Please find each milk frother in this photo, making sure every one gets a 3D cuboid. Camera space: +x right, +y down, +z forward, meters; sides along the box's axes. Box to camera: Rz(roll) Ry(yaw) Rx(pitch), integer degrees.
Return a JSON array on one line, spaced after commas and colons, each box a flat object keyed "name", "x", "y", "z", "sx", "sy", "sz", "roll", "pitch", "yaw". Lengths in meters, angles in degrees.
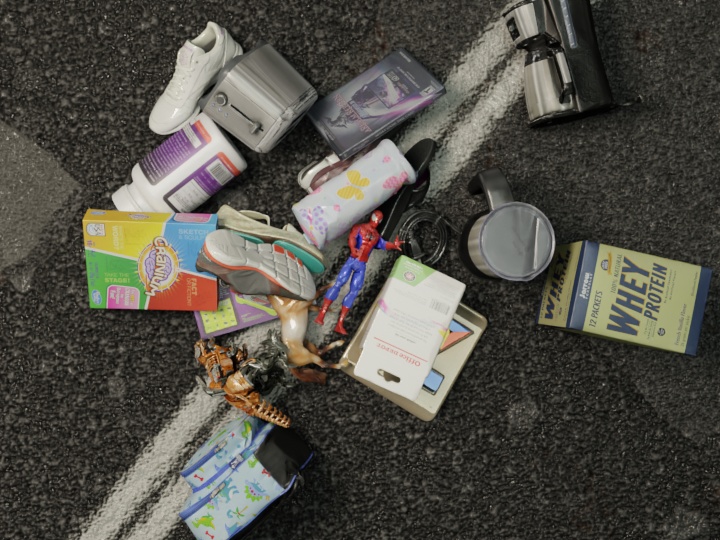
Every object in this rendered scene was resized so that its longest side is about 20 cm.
[{"name": "milk frother", "x": 0.173, "y": -0.044, "z": 1.367, "sx": 0.199, "sy": 0.188, "sz": 0.181, "roll": -34, "pitch": 91, "yaw": -4}]

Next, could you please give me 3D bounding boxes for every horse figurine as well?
[{"name": "horse figurine", "x": -0.088, "y": 0.094, "z": 1.397, "sx": 0.131, "sy": 0.050, "sz": 0.202, "roll": -3, "pitch": 98, "yaw": -13}]

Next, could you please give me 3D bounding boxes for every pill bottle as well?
[{"name": "pill bottle", "x": -0.287, "y": -0.147, "z": 1.370, "sx": 0.199, "sy": 0.111, "sz": 0.112, "roll": -37, "pitch": 92, "yaw": 1}]

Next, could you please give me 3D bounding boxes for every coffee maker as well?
[{"name": "coffee maker", "x": 0.343, "y": -0.350, "z": 1.426, "sx": 0.191, "sy": 0.134, "sz": 0.202, "roll": -13, "pitch": 92, "yaw": -27}]

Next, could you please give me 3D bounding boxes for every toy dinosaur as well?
[{"name": "toy dinosaur", "x": -0.176, "y": 0.173, "z": 1.357, "sx": 0.135, "sy": 0.102, "sz": 0.201, "roll": -28, "pitch": 76, "yaw": -32}]

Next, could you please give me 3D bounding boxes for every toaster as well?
[{"name": "toaster", "x": -0.153, "y": -0.272, "z": 1.364, "sx": 0.129, "sy": 0.200, "sz": 0.114, "roll": 42, "pitch": 121, "yaw": -6}]

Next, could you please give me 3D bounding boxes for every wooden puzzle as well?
[{"name": "wooden puzzle", "x": 0.089, "y": 0.121, "z": 1.430, "sx": 0.184, "sy": 0.046, "sz": 0.201, "roll": 31, "pitch": 88, "yaw": -3}]

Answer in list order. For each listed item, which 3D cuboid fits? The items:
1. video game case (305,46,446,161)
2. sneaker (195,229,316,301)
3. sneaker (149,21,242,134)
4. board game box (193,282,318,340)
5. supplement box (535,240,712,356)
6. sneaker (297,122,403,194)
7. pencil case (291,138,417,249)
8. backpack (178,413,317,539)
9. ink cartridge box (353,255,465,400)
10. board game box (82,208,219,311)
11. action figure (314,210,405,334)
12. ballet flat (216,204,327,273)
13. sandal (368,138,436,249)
[{"name": "video game case", "x": 0.021, "y": -0.271, "z": 1.398, "sx": 0.199, "sy": 0.019, "sz": 0.143, "roll": -33, "pitch": 49, "yaw": -4}, {"name": "sneaker", "x": -0.162, "y": 0.004, "z": 1.334, "sx": 0.199, "sy": 0.077, "sz": 0.082, "roll": 26, "pitch": 129, "yaw": -26}, {"name": "sneaker", "x": -0.276, "y": -0.308, "z": 1.379, "sx": 0.075, "sy": 0.100, "sz": 0.201, "roll": 33, "pitch": 81, "yaw": 27}, {"name": "board game box", "x": -0.180, "y": 0.028, "z": 1.421, "sx": 0.198, "sy": 0.032, "sz": 0.121, "roll": -16, "pitch": 95, "yaw": -5}, {"name": "supplement box", "x": 0.408, "y": 0.043, "z": 1.376, "sx": 0.198, "sy": 0.200, "sz": 0.135, "roll": 12, "pitch": 87, "yaw": -3}, {"name": "sneaker", "x": 0.005, "y": -0.162, "z": 1.423, "sx": 0.199, "sy": 0.076, "sz": 0.116, "roll": -33, "pitch": 103, "yaw": 0}, {"name": "pencil case", "x": -0.010, "y": -0.118, "z": 1.349, "sx": 0.199, "sy": 0.091, "sz": 0.083, "roll": -36, "pitch": 81, "yaw": -7}, {"name": "backpack", "x": -0.190, "y": 0.320, "z": 1.343, "sx": 0.200, "sy": 0.183, "sz": 0.147, "roll": -45, "pitch": 89, "yaw": 6}, {"name": "ink cartridge box", "x": 0.073, "y": 0.092, "z": 1.376, "sx": 0.116, "sy": 0.067, "sz": 0.201, "roll": 25, "pitch": 83, "yaw": -4}, {"name": "board game box", "x": -0.320, "y": -0.014, "z": 1.344, "sx": 0.198, "sy": 0.040, "sz": 0.154, "roll": 1, "pitch": 117, "yaw": -5}, {"name": "action figure", "x": 0.000, "y": 0.000, "z": 1.346, "sx": 0.065, "sy": 0.099, "sz": 0.201, "roll": 23, "pitch": 85, "yaw": -21}, {"name": "ballet flat", "x": -0.139, "y": -0.056, "z": 1.385, "sx": 0.198, "sy": 0.068, "sz": 0.063, "roll": 20, "pitch": 59, "yaw": -6}, {"name": "sandal", "x": 0.072, "y": -0.124, "z": 1.428, "sx": 0.048, "sy": 0.075, "sz": 0.201, "roll": 26, "pitch": 96, "yaw": -31}]
